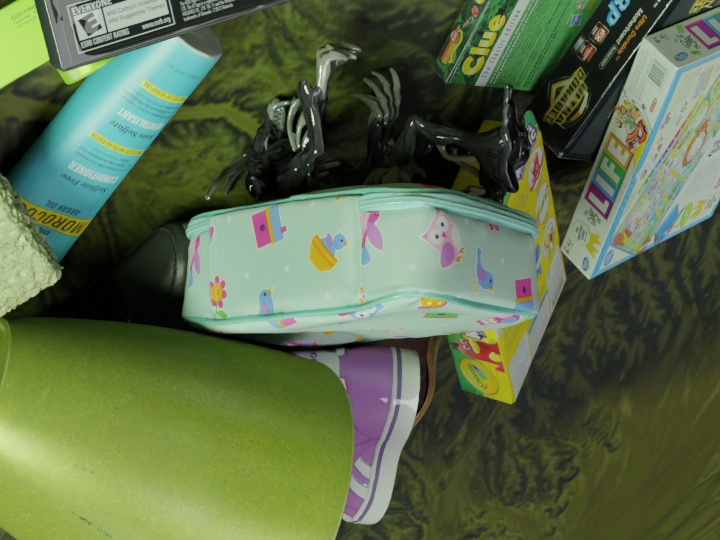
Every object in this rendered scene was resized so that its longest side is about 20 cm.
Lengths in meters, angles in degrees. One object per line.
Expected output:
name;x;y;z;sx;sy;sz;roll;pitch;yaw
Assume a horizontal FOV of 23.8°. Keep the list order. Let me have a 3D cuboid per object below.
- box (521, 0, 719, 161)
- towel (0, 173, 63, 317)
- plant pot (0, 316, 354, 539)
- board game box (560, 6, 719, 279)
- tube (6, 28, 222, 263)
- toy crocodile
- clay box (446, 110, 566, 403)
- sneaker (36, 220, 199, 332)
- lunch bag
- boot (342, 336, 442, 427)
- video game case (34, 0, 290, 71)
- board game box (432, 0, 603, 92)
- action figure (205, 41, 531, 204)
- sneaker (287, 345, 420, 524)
box;0.217;-0.163;1.168;0.158;0.046;0.201;0;131;-53
towel;-0.262;-0.035;0.895;0.148;0.037;0.201;-33;121;3
plant pot;-0.136;0.106;0.988;0.199;0.188;0.188;25;114;-28
board game box;0.222;-0.094;1.186;0.134;0.034;0.201;-24;148;-32
tube;-0.158;-0.069;0.988;0.077;0.051;0.200;21;121;-41
toy crocodile;-0.126;-0.159;0.904;0.199;0.062;0.068;-35;105;0
clay box;0.093;-0.011;1.172;0.116;0.047;0.201;-64;154;-29
sneaker;-0.168;0.048;1.077;0.079;0.076;0.201;19;117;-46
lunch bag;0.000;0.000;1.020;0.198;0.078;0.160;-7;171;38
boot;0.000;0.042;1.205;0.166;0.072;0.201;15;109;-54
video game case;-0.080;-0.214;0.843;0.198;0.025;0.183;-21;115;-21
board game box;0.130;-0.203;1.093;0.104;0.024;0.201;-1;130;-42
action figure;0.002;-0.084;1.054;0.197;0.104;0.119;-1;179;14
sneaker;-0.029;0.109;1.162;0.113;0.073;0.201;1;144;-7
